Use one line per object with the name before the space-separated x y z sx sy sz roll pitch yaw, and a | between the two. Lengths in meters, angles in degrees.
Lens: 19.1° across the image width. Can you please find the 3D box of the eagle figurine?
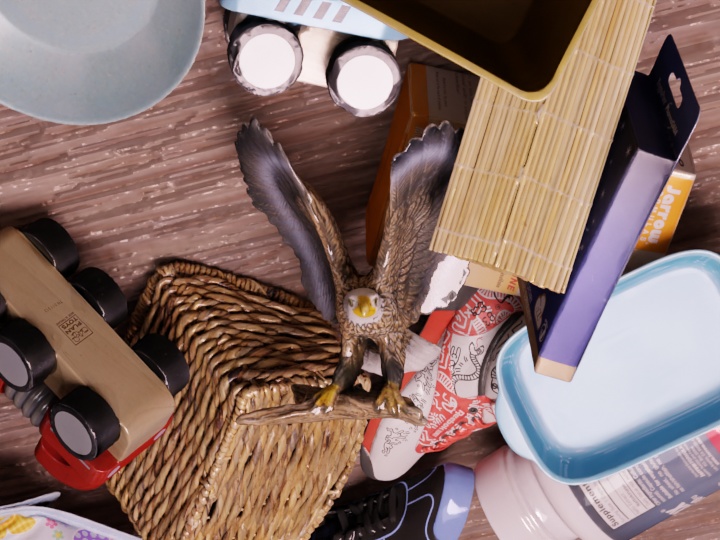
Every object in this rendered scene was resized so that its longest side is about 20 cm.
eagle figurine | 0.002 0.000 1.398 0.151 0.151 0.202 -3 93 -31

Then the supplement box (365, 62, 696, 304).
supplement box | 0.113 -0.052 1.460 0.198 0.074 0.127 11 123 -8

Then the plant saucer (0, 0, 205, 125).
plant saucer | -0.192 -0.188 1.376 0.199 0.039 0.202 7 125 9

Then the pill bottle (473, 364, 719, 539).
pill bottle | 0.188 0.130 1.554 0.199 0.120 0.120 -32 118 20

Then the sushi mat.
sushi mat | 0.112 -0.094 1.320 0.095 0.012 0.202 20 98 25

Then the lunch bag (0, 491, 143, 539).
lunch bag | -0.247 0.246 1.599 0.199 0.128 0.170 21 147 -19

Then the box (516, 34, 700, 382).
box | 0.152 -0.045 1.350 0.032 0.121 0.201 18 118 -12

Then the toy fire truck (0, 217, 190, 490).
toy fire truck | -0.239 0.093 1.515 0.176 0.129 0.200 45 143 8

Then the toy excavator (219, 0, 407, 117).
toy excavator | -0.048 -0.218 1.349 0.193 0.100 0.201 11 110 -10

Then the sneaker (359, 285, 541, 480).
sneaker | 0.079 0.098 1.536 0.108 0.067 0.202 38 120 20

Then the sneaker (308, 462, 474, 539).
sneaker | 0.010 0.202 1.613 0.077 0.070 0.200 23 133 -18

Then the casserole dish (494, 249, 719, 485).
casserole dish | 0.184 0.063 1.448 0.199 0.039 0.122 -26 98 7

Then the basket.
basket | -0.092 0.105 1.569 0.142 0.149 0.201 -5 131 -38

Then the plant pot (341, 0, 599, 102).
plant pot | 0.060 -0.223 1.225 0.199 0.176 0.201 28 92 1
